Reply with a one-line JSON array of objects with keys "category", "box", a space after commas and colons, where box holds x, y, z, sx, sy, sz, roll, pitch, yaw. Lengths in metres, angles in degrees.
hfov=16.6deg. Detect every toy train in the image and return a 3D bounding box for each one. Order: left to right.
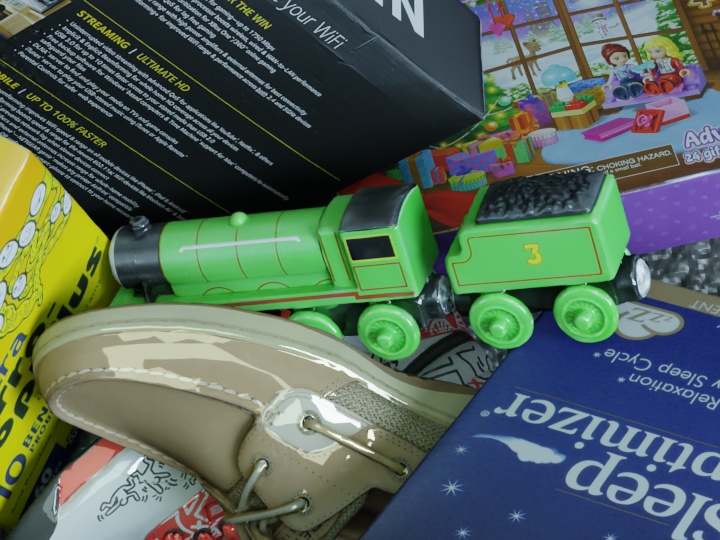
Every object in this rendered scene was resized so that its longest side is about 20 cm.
[{"category": "toy train", "box": [0.000, 0.000, 0.845, 0.199, 0.042, 0.057, -5, 123, 22]}]

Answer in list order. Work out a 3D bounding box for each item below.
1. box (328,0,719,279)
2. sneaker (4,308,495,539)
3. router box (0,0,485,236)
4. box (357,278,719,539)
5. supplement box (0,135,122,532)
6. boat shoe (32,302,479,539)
[{"category": "box", "box": [0.081, -0.065, 0.929, 0.199, 0.039, 0.137, -13, 48, -3]}, {"category": "sneaker", "box": [-0.030, 0.081, 0.907, 0.201, 0.067, 0.108, -39, 83, -21]}, {"category": "router box", "box": [-0.074, -0.085, 0.832, 0.149, 0.200, 0.051, -24, 50, 30]}, {"category": "box", "box": [0.078, 0.077, 0.783, 0.121, 0.033, 0.200, 15, 45, 29]}, {"category": "supplement box", "box": [-0.159, 0.010, 0.857, 0.109, 0.200, 0.109, 24, 81, 12]}, {"category": "boat shoe", "box": [-0.017, 0.064, 0.839, 0.199, 0.071, 0.065, 15, 60, -13]}]
